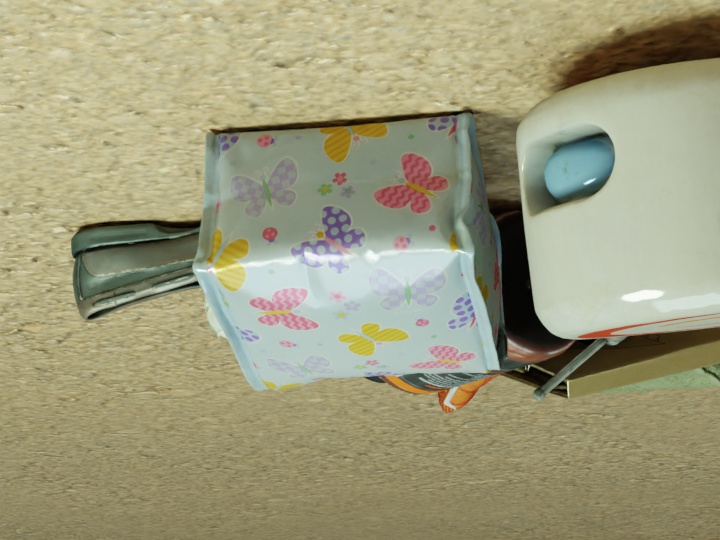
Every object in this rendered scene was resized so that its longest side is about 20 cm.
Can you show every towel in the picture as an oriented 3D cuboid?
[{"bbox_3d":[0.240,0.079,1.627,0.148,0.037,0.200,-8,163,29],"label":"towel"}]

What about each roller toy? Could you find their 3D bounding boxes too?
[{"bbox_3d":[0.180,-0.042,0.972,0.199,0.140,0.182,-8,174,17],"label":"roller toy"}]

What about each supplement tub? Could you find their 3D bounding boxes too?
[{"bbox_3d":[0.065,0.030,1.297,0.107,0.107,0.200,9,162,-31],"label":"supplement tub"}]

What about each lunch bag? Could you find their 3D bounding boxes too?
[{"bbox_3d":[0.000,0.000,1.121,0.169,0.128,0.200,-4,146,10],"label":"lunch bag"}]

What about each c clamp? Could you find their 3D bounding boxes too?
[{"bbox_3d":[0.189,0.005,1.172,0.171,0.027,0.200,-42,167,-15],"label":"c clamp"}]

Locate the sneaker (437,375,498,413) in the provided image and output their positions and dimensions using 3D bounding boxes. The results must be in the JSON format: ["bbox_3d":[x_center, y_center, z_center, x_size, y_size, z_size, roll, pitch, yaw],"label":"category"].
[{"bbox_3d":[0.101,0.076,1.550,0.077,0.073,0.200,-9,169,-8],"label":"sneaker"}]

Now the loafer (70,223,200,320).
[{"bbox_3d":[-0.104,0.001,1.264,0.199,0.063,0.072,-3,165,10],"label":"loafer"}]

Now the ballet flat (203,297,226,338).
[{"bbox_3d":[-0.022,0.034,1.399,0.199,0.072,0.072,8,163,-29],"label":"ballet flat"}]

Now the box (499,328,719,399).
[{"bbox_3d":[0.205,0.054,1.365,0.199,0.021,0.163,-11,-170,-20],"label":"box"}]

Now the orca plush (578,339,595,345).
[{"bbox_3d":[0.181,0.021,1.336,0.199,0.071,0.105,-12,161,36],"label":"orca plush"}]
